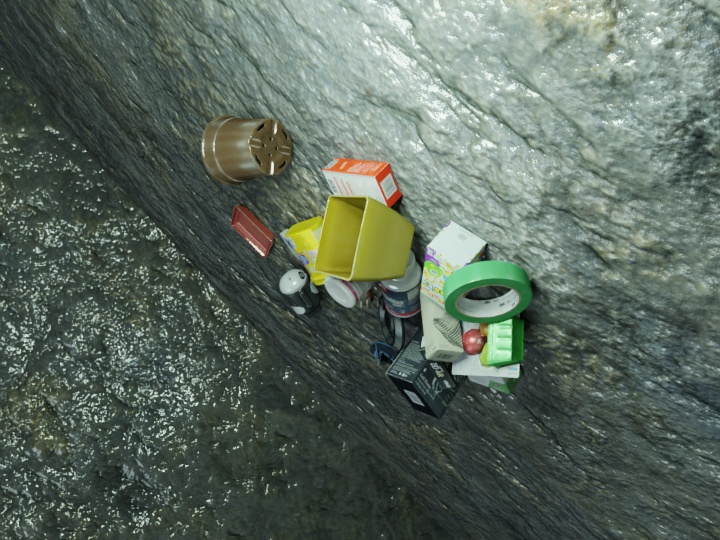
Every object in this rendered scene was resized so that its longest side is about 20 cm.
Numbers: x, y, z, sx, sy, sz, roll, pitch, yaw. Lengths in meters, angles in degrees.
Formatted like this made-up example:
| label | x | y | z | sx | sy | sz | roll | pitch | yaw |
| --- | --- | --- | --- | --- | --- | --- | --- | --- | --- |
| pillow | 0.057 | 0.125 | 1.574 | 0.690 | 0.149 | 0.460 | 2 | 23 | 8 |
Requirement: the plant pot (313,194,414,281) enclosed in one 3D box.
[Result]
| label | x | y | z | sx | sy | sz | roll | pitch | yaw |
| --- | --- | --- | --- | --- | --- | --- | --- | --- | --- |
| plant pot | 0.018 | -0.070 | 1.448 | 0.175 | 0.202 | 0.200 | 12 | -179 | -32 |

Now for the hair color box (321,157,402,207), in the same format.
| label | x | y | z | sx | sy | sz | roll | pitch | yaw |
| --- | --- | --- | --- | --- | --- | --- | --- | --- | --- |
| hair color box | 0.002 | -0.223 | 1.455 | 0.199 | 0.061 | 0.102 | 16 | 144 | 44 |

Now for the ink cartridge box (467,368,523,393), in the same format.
| label | x | y | z | sx | sy | sz | roll | pitch | yaw |
| --- | --- | --- | --- | --- | --- | --- | --- | --- | --- |
| ink cartridge box | 0.349 | 0.235 | 1.613 | 0.144 | 0.084 | 0.201 | 12 | 140 | 49 |

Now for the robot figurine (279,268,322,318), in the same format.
| label | x | y | z | sx | sy | sz | roll | pitch | yaw |
| --- | --- | --- | --- | --- | --- | --- | --- | --- | --- |
| robot figurine | -0.228 | 0.087 | 2.235 | 0.149 | 0.125 | 0.201 | -8 | 126 | 39 |

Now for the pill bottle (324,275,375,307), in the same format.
| label | x | y | z | sx | sy | sz | roll | pitch | yaw |
| --- | --- | --- | --- | --- | --- | --- | --- | --- | --- |
| pill bottle | 0.000 | 0.000 | 1.642 | 0.113 | 0.200 | 0.114 | 35 | 154 | 20 |

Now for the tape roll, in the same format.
| label | x | y | z | sx | sy | sz | roll | pitch | yaw |
| --- | --- | --- | --- | --- | --- | --- | --- | --- | --- |
| tape roll | 0.290 | 0.053 | 1.323 | 0.198 | 0.049 | 0.201 | 0 | 146 | 0 |

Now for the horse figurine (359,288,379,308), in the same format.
| label | x | y | z | sx | sy | sz | roll | pitch | yaw |
| --- | --- | --- | --- | --- | --- | --- | --- | --- | --- |
| horse figurine | 0.002 | 0.059 | 1.899 | 0.200 | 0.050 | 0.134 | 4 | 115 | 67 |

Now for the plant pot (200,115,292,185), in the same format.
| label | x | y | z | sx | sy | sz | roll | pitch | yaw |
| --- | --- | --- | --- | --- | --- | --- | --- | --- | --- |
| plant pot | -0.309 | -0.340 | 1.614 | 0.197 | 0.201 | 0.201 | 8 | 138 | 42 |

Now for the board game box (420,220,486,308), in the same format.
| label | x | y | z | sx | sy | sz | roll | pitch | yaw |
| --- | --- | --- | --- | --- | --- | --- | --- | --- | --- |
| board game box | 0.222 | -0.005 | 1.407 | 0.105 | 0.103 | 0.201 | 34 | 154 | 21 |

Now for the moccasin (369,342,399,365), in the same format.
| label | x | y | z | sx | sy | sz | roll | pitch | yaw |
| --- | --- | --- | --- | --- | --- | --- | --- | --- | --- |
| moccasin | 0.092 | 0.320 | 2.168 | 0.199 | 0.068 | 0.081 | 3 | 134 | 56 |

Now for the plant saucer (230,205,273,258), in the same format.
| label | x | y | z | sx | sy | sz | roll | pitch | yaw |
| --- | --- | --- | --- | --- | --- | --- | --- | --- | --- |
| plant saucer | -0.417 | -0.156 | 2.244 | 0.200 | 0.037 | 0.200 | 45 | 156 | 0 |

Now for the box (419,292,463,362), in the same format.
| label | x | y | z | sx | sy | sz | roll | pitch | yaw |
| --- | --- | --- | --- | --- | --- | --- | --- | --- | --- |
| box | 0.213 | 0.135 | 1.518 | 0.081 | 0.201 | 0.068 | 8 | 146 | -18 |

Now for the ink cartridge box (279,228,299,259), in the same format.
| label | x | y | z | sx | sy | sz | roll | pitch | yaw |
| --- | --- | --- | --- | --- | --- | --- | --- | --- | --- |
| ink cartridge box | -0.213 | -0.075 | 1.991 | 0.100 | 0.039 | 0.200 | 60 | 169 | -30 |

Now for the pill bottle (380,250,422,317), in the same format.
| label | x | y | z | sx | sy | sz | roll | pitch | yaw |
| --- | --- | --- | --- | --- | --- | --- | --- | --- | --- |
| pill bottle | 0.115 | 0.030 | 1.612 | 0.119 | 0.120 | 0.201 | 29 | 151 | 30 |

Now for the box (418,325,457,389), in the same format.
| label | x | y | z | sx | sy | sz | roll | pitch | yaw |
| --- | --- | --- | --- | --- | --- | --- | --- | --- | --- |
| box | 0.228 | 0.206 | 1.627 | 0.043 | 0.201 | 0.161 | -18 | 120 | 26 |

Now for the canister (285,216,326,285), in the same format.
| label | x | y | z | sx | sy | sz | roll | pitch | yaw |
| --- | --- | --- | --- | --- | --- | --- | --- | --- | --- |
| canister | -0.135 | -0.064 | 1.853 | 0.148 | 0.087 | 0.201 | -14 | 120 | 32 |

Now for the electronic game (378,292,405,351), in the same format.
| label | x | y | z | sx | sy | sz | roll | pitch | yaw |
| --- | --- | --- | --- | --- | --- | --- | --- | --- | --- |
| electronic game | 0.101 | 0.156 | 1.825 | 0.200 | 0.041 | 0.202 | 171 | 90 | -75 |

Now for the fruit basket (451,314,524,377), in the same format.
| label | x | y | z | sx | sy | sz | roll | pitch | yaw |
| --- | --- | --- | --- | --- | --- | --- | --- | --- | --- |
| fruit basket | 0.320 | 0.176 | 1.465 | 0.093 | 0.187 | 0.199 | 12 | 166 | -37 |

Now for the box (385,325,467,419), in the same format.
| label | x | y | z | sx | sy | sz | roll | pitch | yaw |
| --- | --- | --- | --- | --- | --- | --- | --- | --- | --- |
| box | 0.216 | 0.316 | 1.798 | 0.123 | 0.197 | 0.200 | 8 | 143 | 49 |
